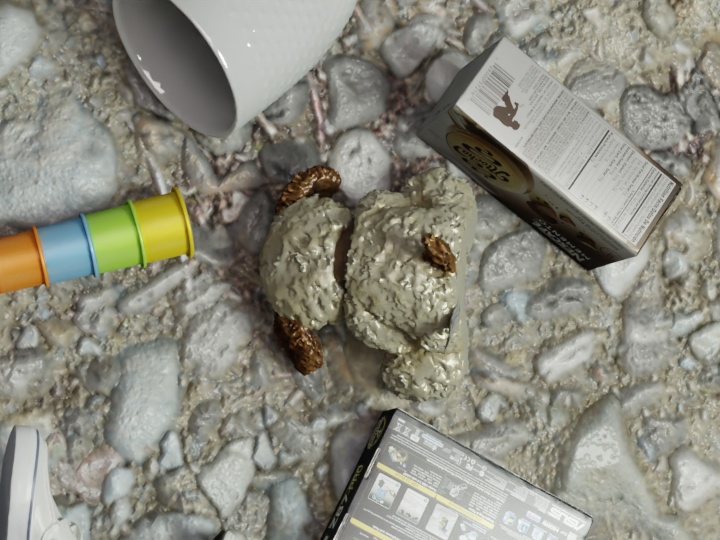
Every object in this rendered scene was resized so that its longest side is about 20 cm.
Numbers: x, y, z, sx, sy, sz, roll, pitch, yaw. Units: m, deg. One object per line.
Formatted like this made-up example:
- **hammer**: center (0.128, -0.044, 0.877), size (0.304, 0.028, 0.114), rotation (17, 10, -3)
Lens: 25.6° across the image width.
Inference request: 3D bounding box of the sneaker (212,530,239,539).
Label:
- **sneaker**: center (-0.103, 0.313, 1.245), size (0.090, 0.078, 0.201), rotation (21, 78, -14)

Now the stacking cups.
- **stacking cups**: center (-0.235, -0.018, 1.259), size (0.198, 0.060, 0.061), rotation (-13, 86, -16)

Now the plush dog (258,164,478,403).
- **plush dog**: center (0.000, 0.000, 1.290), size (0.170, 0.160, 0.202), rotation (2, 80, 12)

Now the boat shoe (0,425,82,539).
- **boat shoe**: center (-0.246, 0.220, 1.228), size (0.065, 0.074, 0.202), rotation (0, 93, -19)

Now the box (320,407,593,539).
- **box**: center (0.075, 0.231, 1.316), size (0.199, 0.049, 0.162), rotation (29, 75, -10)

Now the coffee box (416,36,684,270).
- **coffee box**: center (0.159, -0.095, 1.347), size (0.200, 0.113, 0.080), rotation (38, 76, -8)

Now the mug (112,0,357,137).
- **mug**: center (-0.095, -0.236, 1.264), size (0.175, 0.147, 0.201), rotation (-41, 129, -25)
